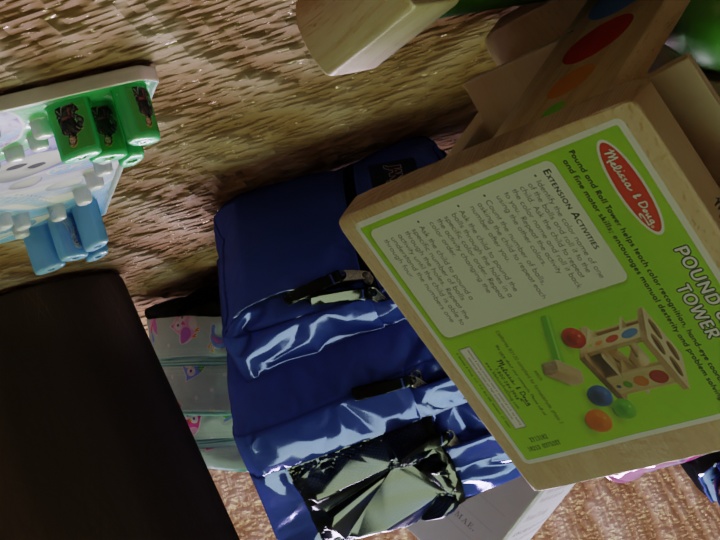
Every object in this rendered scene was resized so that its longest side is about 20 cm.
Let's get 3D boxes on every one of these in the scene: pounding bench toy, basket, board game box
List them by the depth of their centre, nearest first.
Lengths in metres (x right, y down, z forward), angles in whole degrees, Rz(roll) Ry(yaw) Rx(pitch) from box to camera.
[{"bbox_3d":[0.081,-0.059,0.571,0.124,0.201,0.156,-21,-156,42],"label":"pounding bench toy"},{"bbox_3d":[-0.179,-0.013,0.616,0.198,0.026,0.200,-15,172,-17],"label":"board game box"},{"bbox_3d":[-0.156,0.114,0.912,0.179,0.202,0.136,-20,173,27],"label":"basket"}]

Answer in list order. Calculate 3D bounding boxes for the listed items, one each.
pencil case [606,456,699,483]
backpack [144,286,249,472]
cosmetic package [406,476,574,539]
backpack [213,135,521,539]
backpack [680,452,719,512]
[{"bbox_3d":[0.202,0.054,0.878,0.199,0.088,0.087,-20,173,42],"label":"pencil case"},{"bbox_3d":[-0.049,0.067,1.085,0.166,0.128,0.199,-11,173,33],"label":"backpack"},{"bbox_3d":[0.100,0.096,1.238,0.201,0.165,0.165,-54,165,10],"label":"cosmetic package"},{"bbox_3d":[0.033,0.027,0.818,0.198,0.163,0.169,-15,136,4],"label":"backpack"},{"bbox_3d":[0.278,0.056,1.044,0.199,0.135,0.183,-36,161,2],"label":"backpack"}]
